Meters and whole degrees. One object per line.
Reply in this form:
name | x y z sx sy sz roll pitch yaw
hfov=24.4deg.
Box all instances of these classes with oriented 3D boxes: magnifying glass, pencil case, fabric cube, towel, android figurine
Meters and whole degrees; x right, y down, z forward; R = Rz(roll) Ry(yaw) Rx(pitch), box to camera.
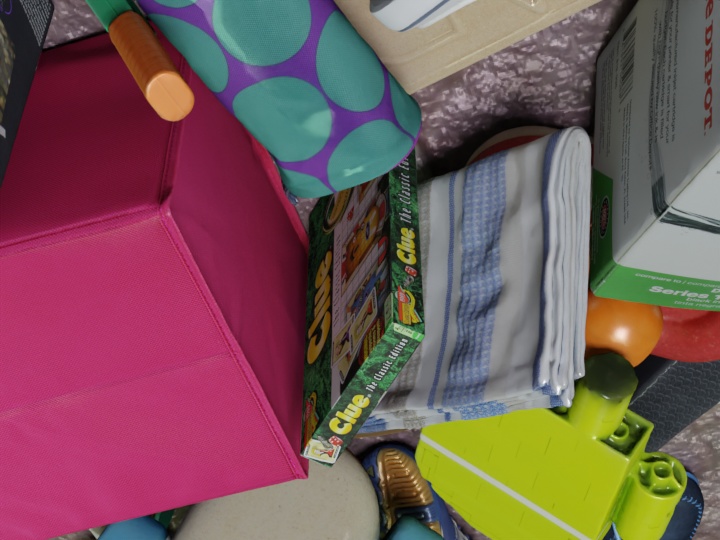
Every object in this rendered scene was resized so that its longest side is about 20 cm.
magnifying glass | -0.117 -0.122 0.812 0.022 0.200 0.080 -38 125 -1
pencil case | -0.054 -0.126 0.828 0.085 0.092 0.200 -36 120 4
fabric cube | -0.150 0.005 0.912 0.199 0.196 0.200 -14 127 13
towel | 0.051 0.011 0.900 0.024 0.147 0.200 15 162 -32
android figurine | 0.098 0.100 0.962 0.182 0.041 0.200 30 145 18

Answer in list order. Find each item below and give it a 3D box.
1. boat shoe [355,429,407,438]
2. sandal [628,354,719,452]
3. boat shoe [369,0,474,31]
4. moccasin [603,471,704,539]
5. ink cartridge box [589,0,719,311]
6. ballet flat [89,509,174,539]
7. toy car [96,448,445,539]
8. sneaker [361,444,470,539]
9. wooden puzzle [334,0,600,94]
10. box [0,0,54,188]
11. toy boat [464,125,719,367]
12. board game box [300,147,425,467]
boat shoe | 0.062 0.060 1.047 0.200 0.063 0.073 -1 114 -2
sandal | 0.162 0.099 1.088 0.200 0.043 0.076 -36 128 15
boat shoe | 0.093 -0.164 0.787 0.200 0.074 0.065 -32 117 30
moccasin | 0.185 0.222 1.162 0.080 0.068 0.200 15 128 -11
ink cartridge box | 0.182 -0.081 0.818 0.083 0.147 0.200 9 160 -7
ballet flat | -0.162 0.184 1.151 0.075 0.068 0.200 19 124 14
toy car | -0.066 0.187 1.097 0.184 0.200 0.177 33 83 0
sneaker | 0.047 0.204 1.156 0.075 0.088 0.200 -3 109 31
wooden puzzle | 0.025 -0.187 0.853 0.200 0.046 0.185 -22 125 23
box | -0.238 -0.108 0.819 0.122 0.200 0.106 -12 127 12
toy boat | 0.144 0.006 0.948 0.200 0.131 0.131 10 129 -7
board game box | 0.000 0.000 0.902 0.023 0.200 0.105 19 126 -15
